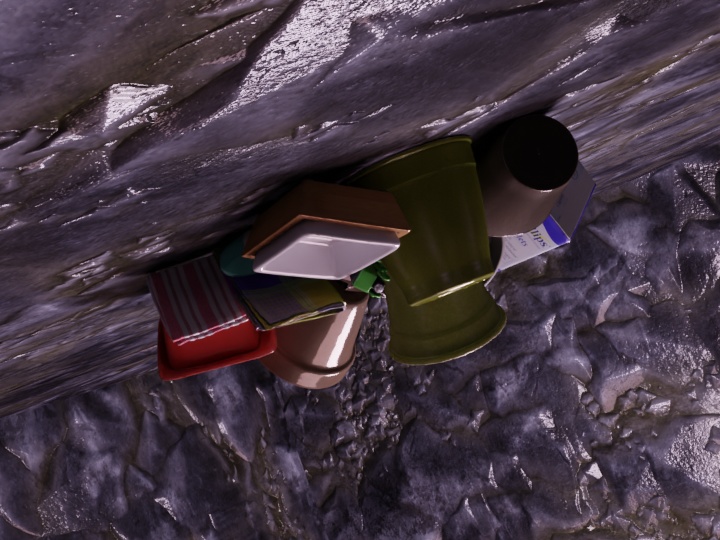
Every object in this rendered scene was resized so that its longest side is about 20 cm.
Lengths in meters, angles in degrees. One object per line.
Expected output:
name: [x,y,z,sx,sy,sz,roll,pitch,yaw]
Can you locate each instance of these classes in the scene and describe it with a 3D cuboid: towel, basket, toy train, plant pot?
towel: [-0.122,0.011,1.430,0.143,0.200,0.023,-14,135,-25]
basket: [0.235,-0.141,1.434,0.179,0.137,0.200,-1,167,-10]
towel: [-0.208,0.025,1.451,0.199,0.147,0.030,-21,138,-15]
toy train: [0.000,-0.017,1.433,0.042,0.056,0.200,-60,-161,16]
plant pot: [0.110,0.020,1.533,0.199,0.185,0.201,-18,-161,6]
plant pot: [-0.075,0.074,1.675,0.200,0.200,0.175,-15,146,-48]
plant pot: [0.095,-0.059,1.363,0.199,0.194,0.200,-20,175,-2]

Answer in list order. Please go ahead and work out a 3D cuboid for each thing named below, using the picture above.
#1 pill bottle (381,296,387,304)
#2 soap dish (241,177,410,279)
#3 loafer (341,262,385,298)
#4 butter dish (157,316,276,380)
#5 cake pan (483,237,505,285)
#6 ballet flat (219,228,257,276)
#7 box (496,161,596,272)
pill bottle: [0.082,0.000,1.925,0.116,0.201,0.116,-20,175,-2]
soap dish: [-0.050,-0.051,1.281,0.156,0.082,0.200,6,163,-27]
loafer: [0.000,0.000,1.605,0.071,0.073,0.200,-30,142,26]
butter dish: [-0.251,0.058,1.580,0.198,0.149,0.200,-15,-145,-1]
cake pan: [0.145,-0.037,1.631,0.199,0.201,0.037,-20,-150,-7]
ballet flat: [-0.117,-0.050,1.429,0.199,0.068,0.071,-18,150,-29]
box: [0.312,-0.111,1.812,0.199,0.105,0.184,-26,-157,45]
